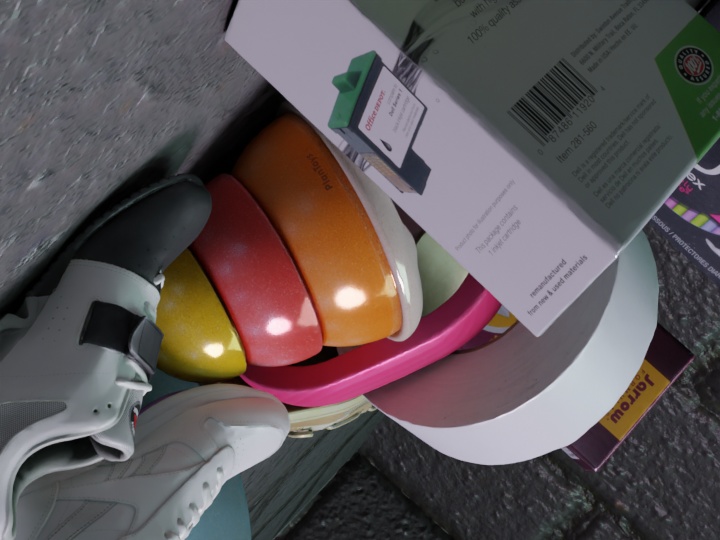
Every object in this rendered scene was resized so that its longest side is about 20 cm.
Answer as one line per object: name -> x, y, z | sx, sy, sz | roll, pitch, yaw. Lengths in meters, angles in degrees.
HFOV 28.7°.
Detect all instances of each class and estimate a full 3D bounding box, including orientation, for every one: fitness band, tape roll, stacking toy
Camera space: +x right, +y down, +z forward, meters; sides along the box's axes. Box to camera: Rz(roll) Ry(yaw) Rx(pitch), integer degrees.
fitness band -> 0.000, 0.000, 0.862 | 0.198, 0.145, 0.037 | -26, 148, 13
tape roll -> 0.082, 0.015, 0.883 | 0.203, 0.202, 0.071 | -50, 139, 2
stacking toy -> -0.078, 0.010, 0.759 | 0.199, 0.147, 0.146 | -28, 167, -13

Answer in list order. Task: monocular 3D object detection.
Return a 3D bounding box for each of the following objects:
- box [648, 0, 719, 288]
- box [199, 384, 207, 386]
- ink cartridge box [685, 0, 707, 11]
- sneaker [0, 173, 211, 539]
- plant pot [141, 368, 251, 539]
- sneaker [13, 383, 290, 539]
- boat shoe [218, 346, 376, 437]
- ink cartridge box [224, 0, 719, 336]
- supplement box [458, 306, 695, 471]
box -> 0.226, -0.096, 0.758 | 0.106, 0.122, 0.200 | -47, 176, -27
box -> -0.132, 0.126, 1.010 | 0.201, 0.035, 0.110 | -55, 174, 18
ink cartridge box -> 0.083, -0.138, 0.749 | 0.200, 0.146, 0.086 | -48, 174, -9
sneaker -> -0.125, 0.043, 0.664 | 0.200, 0.088, 0.074 | -48, 171, -20
plant pot -> -0.142, 0.172, 0.836 | 0.199, 0.135, 0.201 | -36, 159, -16
sneaker -> -0.110, 0.125, 0.711 | 0.199, 0.100, 0.075 | -20, 151, -36
boat shoe -> -0.027, 0.080, 0.955 | 0.200, 0.073, 0.064 | -21, 142, -56
ink cartridge box -> 0.060, -0.097, 0.631 | 0.146, 0.200, 0.084 | -43, 173, -35
supplement box -> 0.128, 0.038, 1.018 | 0.111, 0.200, 0.086 | -48, 172, -1
